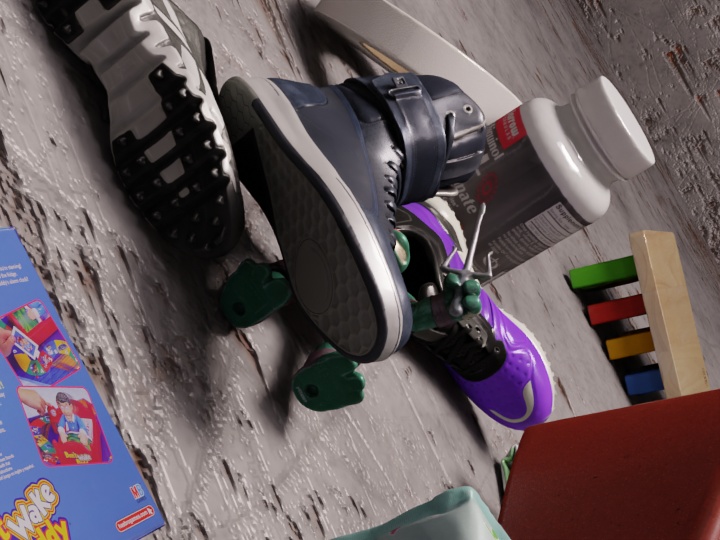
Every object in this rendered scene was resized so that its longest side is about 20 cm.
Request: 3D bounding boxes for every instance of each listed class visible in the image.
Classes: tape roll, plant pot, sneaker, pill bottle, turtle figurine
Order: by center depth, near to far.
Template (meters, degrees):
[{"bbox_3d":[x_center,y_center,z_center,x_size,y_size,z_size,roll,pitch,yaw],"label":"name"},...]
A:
[{"bbox_3d":[0.021,-0.039,0.754,0.146,0.077,0.202,-4,48,-29],"label":"sneaker"},{"bbox_3d":[-0.107,-0.099,0.763,0.200,0.066,0.090,61,22,11],"label":"sneaker"},{"bbox_3d":[0.000,0.000,0.830,0.150,0.101,0.200,34,35,7],"label":"turtle figurine"},{"bbox_3d":[0.192,0.214,0.849,0.200,0.200,0.176,54,47,-17],"label":"plant pot"},{"bbox_3d":[0.063,0.040,0.995,0.200,0.070,0.100,56,26,3],"label":"sneaker"},{"bbox_3d":[0.130,-0.069,1.096,0.111,0.200,0.111,48,22,-27],"label":"pill bottle"},{"bbox_3d":[0.051,-0.180,1.172,0.203,0.037,0.203,35,5,-3],"label":"tape roll"}]

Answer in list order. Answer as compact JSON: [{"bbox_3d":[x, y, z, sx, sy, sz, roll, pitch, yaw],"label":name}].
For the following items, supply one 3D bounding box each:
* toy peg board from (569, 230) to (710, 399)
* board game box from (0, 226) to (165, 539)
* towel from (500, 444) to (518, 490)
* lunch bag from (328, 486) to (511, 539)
[{"bbox_3d":[0.321,0.062,1.572,0.200,0.098,0.199,-2,79,-67],"label":"toy peg board"},{"bbox_3d":[-0.157,0.059,0.450,0.135,0.045,0.200,62,20,6],"label":"board game box"},{"bbox_3d":[0.169,0.238,1.022,0.200,0.023,0.153,47,22,-30],"label":"towel"},{"bbox_3d":[0.060,0.230,0.630,0.200,0.122,0.170,56,16,-35],"label":"lunch bag"}]
